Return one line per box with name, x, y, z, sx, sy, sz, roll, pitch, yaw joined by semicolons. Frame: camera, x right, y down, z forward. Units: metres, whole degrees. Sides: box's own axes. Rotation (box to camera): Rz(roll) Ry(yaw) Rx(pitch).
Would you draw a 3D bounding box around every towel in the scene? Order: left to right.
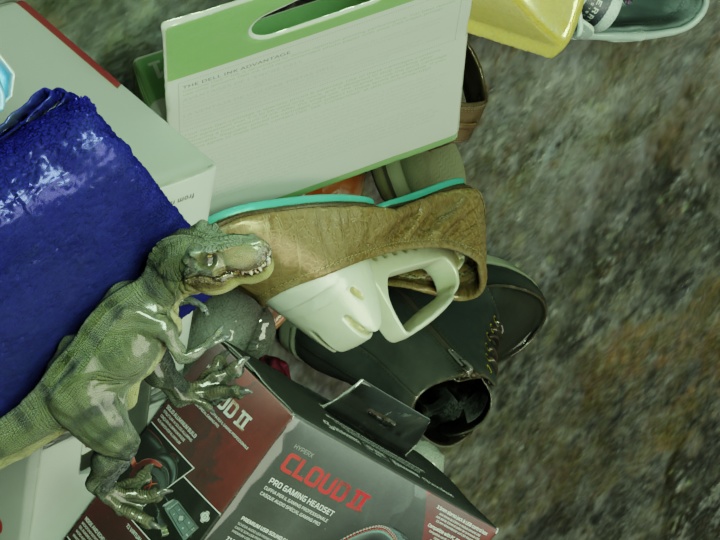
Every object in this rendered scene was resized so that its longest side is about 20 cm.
towel;-0.160;0.019;1.123;0.200;0.050;0.148;-34;150;0

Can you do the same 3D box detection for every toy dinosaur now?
toy dinosaur;-0.095;0.053;1.140;0.200;0.048;0.088;-43;134;16

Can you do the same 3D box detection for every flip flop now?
flip flop;0.032;-0.097;1.445;0.200;0.057;0.081;76;17;-46

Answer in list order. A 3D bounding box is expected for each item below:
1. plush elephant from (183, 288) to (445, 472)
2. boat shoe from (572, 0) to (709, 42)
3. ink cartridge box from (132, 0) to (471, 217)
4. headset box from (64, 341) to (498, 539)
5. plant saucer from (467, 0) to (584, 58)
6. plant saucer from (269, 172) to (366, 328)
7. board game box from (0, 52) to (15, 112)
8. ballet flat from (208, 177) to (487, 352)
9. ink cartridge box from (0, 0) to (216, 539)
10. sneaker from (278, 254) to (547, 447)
plush elephant;-0.036;0.106;1.424;0.155;0.165;0.200;24;125;-15
boat shoe;0.109;-0.153;1.492;0.201;0.071;0.070;-1;124;-49
ink cartridge box;-0.025;-0.095;1.267;0.145;0.048;0.200;-19;156;-10
headset box;-0.046;0.133;1.283;0.149;0.075;0.200;33;96;-43
plant saucer;0.054;-0.214;1.354;0.200;0.048;0.200;11;100;-52
plant saucer;-0.079;-0.027;1.426;0.200;0.032;0.201;-32;144;-27
board game box;-0.256;-0.077;1.029;0.200;0.026;0.200;-37;113;3
ballet flat;0.000;0.000;1.375;0.068;0.072;0.200;-24;171;33
ink cartridge box;-0.147;0.008;1.270;0.083;0.147;0.200;-21;138;-36
sneaker;0.054;0.050;1.595;0.200;0.106;0.075;-5;126;-48
